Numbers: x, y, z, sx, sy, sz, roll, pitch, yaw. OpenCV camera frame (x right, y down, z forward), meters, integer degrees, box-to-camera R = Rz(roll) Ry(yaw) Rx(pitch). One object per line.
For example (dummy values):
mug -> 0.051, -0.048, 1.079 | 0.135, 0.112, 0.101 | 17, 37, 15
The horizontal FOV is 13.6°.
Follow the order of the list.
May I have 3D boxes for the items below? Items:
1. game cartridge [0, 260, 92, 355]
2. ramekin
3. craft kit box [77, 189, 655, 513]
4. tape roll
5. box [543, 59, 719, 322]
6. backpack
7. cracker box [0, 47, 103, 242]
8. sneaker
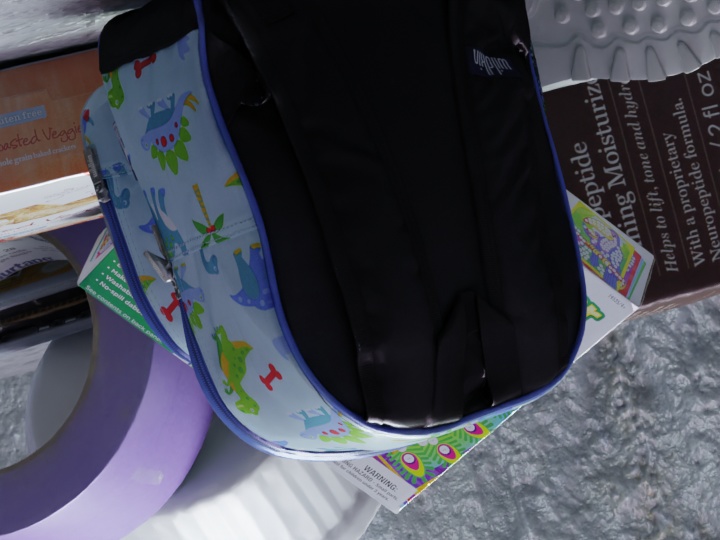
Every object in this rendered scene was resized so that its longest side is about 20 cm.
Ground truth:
game cartridge -> -0.184, -0.003, 1.695 | 0.199, 0.042, 0.133 | -17, -148, 17
ramekin -> -0.087, 0.084, 1.656 | 0.200, 0.201, 0.098 | -15, 139, 13
craft kit box -> 0.000, 0.000, 1.409 | 0.198, 0.200, 0.049 | -45, -165, 37
tape roll -> -0.180, 0.048, 1.572 | 0.199, 0.201, 0.085 | -16, 162, 17
box -> 0.089, -0.047, 1.562 | 0.199, 0.166, 0.164 | -15, 177, -9
backpack -> -0.007, -0.024, 1.226 | 0.183, 0.201, 0.147 | -13, 173, -37
cracker box -> -0.168, -0.049, 1.379 | 0.134, 0.058, 0.200 | -14, 176, -14
sneaker -> 0.107, -0.122, 1.366 | 0.199, 0.077, 0.080 | -11, -170, 32
